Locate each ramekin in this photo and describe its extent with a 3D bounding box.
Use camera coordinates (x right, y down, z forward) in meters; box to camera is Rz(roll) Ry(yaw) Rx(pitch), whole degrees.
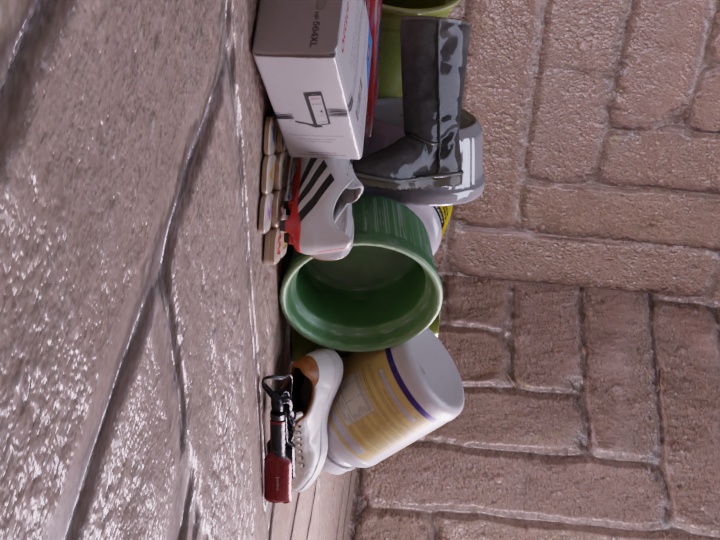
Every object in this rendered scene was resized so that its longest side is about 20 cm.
[{"bbox_3d":[0.000,0.000,1.409,0.201,0.197,0.098,91,-2,-47],"label":"ramekin"},{"bbox_3d":[0.072,-0.164,1.519,0.203,0.200,0.095,-77,173,-67],"label":"ramekin"}]

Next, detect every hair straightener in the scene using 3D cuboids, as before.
[{"bbox_3d":[-0.099,0.187,1.355,0.077,0.040,0.202,-81,171,-47],"label":"hair straightener"}]

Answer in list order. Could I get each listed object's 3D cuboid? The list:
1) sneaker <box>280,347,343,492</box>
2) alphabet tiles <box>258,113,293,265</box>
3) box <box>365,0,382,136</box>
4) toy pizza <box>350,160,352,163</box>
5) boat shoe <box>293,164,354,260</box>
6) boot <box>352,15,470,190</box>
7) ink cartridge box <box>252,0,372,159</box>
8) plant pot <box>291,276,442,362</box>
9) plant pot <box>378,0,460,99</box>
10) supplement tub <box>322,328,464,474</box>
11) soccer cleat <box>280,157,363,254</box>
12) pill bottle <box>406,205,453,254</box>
[{"bbox_3d":[-0.085,0.195,1.455,0.084,0.072,0.202,-12,120,-50],"label":"sneaker"},{"bbox_3d":[-0.086,-0.111,1.248,0.196,0.014,0.203,-66,160,-80],"label":"alphabet tiles"},{"bbox_3d":[-0.024,-0.273,1.371,0.103,0.093,0.202,-82,175,-50],"label":"box"},{"bbox_3d":[-0.044,-0.138,1.516,0.200,0.031,0.203,-170,-90,-78],"label":"toy pizza"},{"bbox_3d":[-0.046,-0.100,1.309,0.070,0.070,0.201,97,-13,-47],"label":"boat shoe"},{"bbox_3d":[0.060,-0.201,1.367,0.072,0.180,0.203,18,-69,48],"label":"boot"},{"bbox_3d":[-0.042,-0.222,1.138,0.200,0.083,0.148,73,22,-66],"label":"ink cartridge box"},{"bbox_3d":[0.014,0.049,1.608,0.187,0.197,0.190,5,90,-86],"label":"plant pot"},{"bbox_3d":[0.024,-0.335,1.550,0.185,0.198,0.202,108,-7,-46],"label":"plant pot"},{"bbox_3d":[0.022,0.172,1.523,0.145,0.199,0.146,44,26,-28],"label":"supplement tub"},{"bbox_3d":[-0.036,-0.113,1.247,0.069,0.084,0.203,82,13,-73],"label":"soccer cleat"},{"bbox_3d":[0.062,-0.069,1.565,0.200,0.111,0.114,-64,159,-64],"label":"pill bottle"}]
